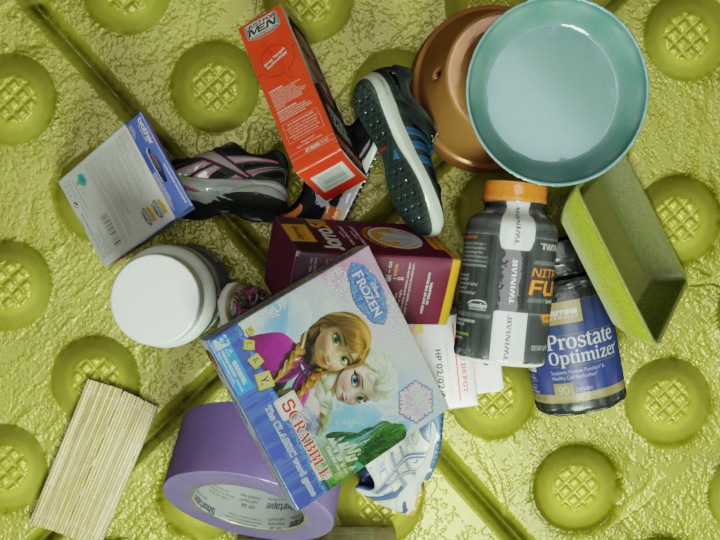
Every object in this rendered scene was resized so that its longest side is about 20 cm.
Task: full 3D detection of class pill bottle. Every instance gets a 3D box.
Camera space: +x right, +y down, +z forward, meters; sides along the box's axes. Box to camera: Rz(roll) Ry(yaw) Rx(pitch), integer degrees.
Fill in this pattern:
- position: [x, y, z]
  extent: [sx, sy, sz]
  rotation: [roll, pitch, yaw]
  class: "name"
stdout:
- position: [0.248, 0.063, 1.118]
  extent: [0.110, 0.112, 0.202]
  rotation: [-11, 93, -1]
  class: "pill bottle"
- position: [0.165, 0.002, 1.042]
  extent: [0.105, 0.106, 0.203]
  rotation: [5, 91, -1]
  class: "pill bottle"
- position: [-0.215, 0.028, 1.061]
  extent: [0.112, 0.200, 0.115]
  rotation: [0, 92, -1]
  class: "pill bottle"

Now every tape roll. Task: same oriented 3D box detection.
- position: [-0.120, 0.234, 1.068]
  extent: [0.198, 0.201, 0.086]
  rotation: [12, 57, -2]
  class: "tape roll"

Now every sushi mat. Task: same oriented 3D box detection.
- position: [-0.332, 0.241, 1.161]
  extent: [0.095, 0.012, 0.202]
  rotation: [23, 91, 0]
  class: "sushi mat"

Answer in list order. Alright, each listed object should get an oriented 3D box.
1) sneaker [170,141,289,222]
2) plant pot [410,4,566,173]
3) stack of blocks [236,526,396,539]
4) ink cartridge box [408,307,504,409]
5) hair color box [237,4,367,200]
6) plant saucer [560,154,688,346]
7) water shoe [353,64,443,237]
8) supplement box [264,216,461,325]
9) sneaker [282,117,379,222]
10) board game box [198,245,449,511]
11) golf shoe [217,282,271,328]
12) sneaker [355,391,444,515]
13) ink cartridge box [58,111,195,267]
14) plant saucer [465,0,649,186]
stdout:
- position: [-0.176, -0.114, 1.129]
  extent: [0.197, 0.081, 0.087]
  rotation: [8, 61, 6]
  class: "sneaker"
- position: [0.158, -0.218, 1.090]
  extent: [0.197, 0.140, 0.203]
  rotation: [0, 93, -1]
  class: "plant pot"
- position: [-0.054, 0.383, 1.151]
  extent: [0.197, 0.059, 0.117]
  rotation: [1, 93, -1]
  class: "stack of blocks"
- position: [0.078, 0.110, 1.137]
  extent: [0.197, 0.068, 0.117]
  rotation: [-7, 93, -1]
  class: "ink cartridge box"
- position: [-0.066, -0.191, 1.069]
  extent: [0.061, 0.101, 0.202]
  rotation: [-27, 70, 10]
  class: "hair color box"
- position: [0.305, -0.030, 1.094]
  extent: [0.048, 0.199, 0.201]
  rotation: [-25, 97, 35]
  class: "plant saucer"
- position: [0.065, -0.140, 1.070]
  extent: [0.079, 0.071, 0.202]
  rotation: [-30, 104, -30]
  class: "water shoe"
- position: [0.000, 0.000, 1.073]
  extent: [0.198, 0.110, 0.087]
  rotation: [2, 113, -21]
  class: "supplement box"
- position: [-0.032, -0.134, 1.123]
  extent: [0.089, 0.070, 0.202]
  rotation: [24, 94, -5]
  class: "sneaker"
- position: [-0.033, 0.108, 0.968]
  extent: [0.198, 0.041, 0.201]
  rotation: [-31, 100, -19]
  class: "board game box"
- position: [-0.136, 0.076, 1.074]
  extent: [0.091, 0.201, 0.073]
  rotation: [17, 61, 21]
  class: "golf shoe"
- position: [0.044, 0.215, 1.101]
  extent: [0.087, 0.076, 0.202]
  rotation: [16, 126, 2]
  class: "sneaker"
- position: [-0.266, -0.094, 1.077]
  extent: [0.199, 0.042, 0.120]
  rotation: [-26, 93, 44]
  class: "ink cartridge box"
- position: [0.209, -0.192, 1.005]
  extent: [0.197, 0.036, 0.203]
  rotation: [0, 93, -2]
  class: "plant saucer"
